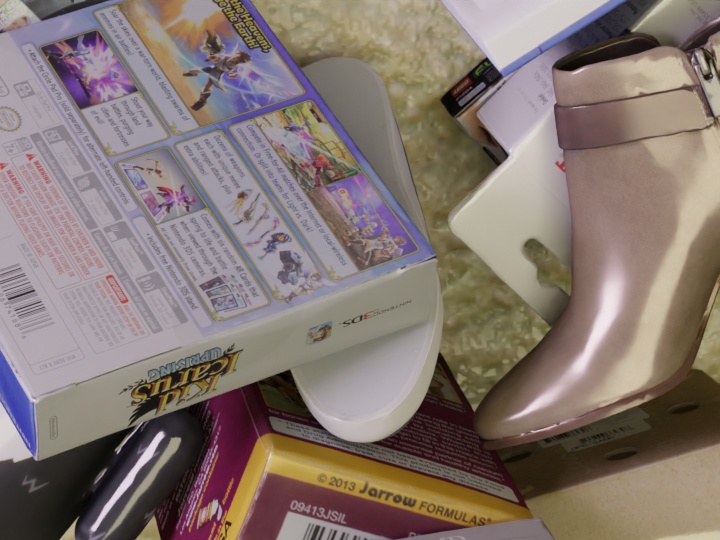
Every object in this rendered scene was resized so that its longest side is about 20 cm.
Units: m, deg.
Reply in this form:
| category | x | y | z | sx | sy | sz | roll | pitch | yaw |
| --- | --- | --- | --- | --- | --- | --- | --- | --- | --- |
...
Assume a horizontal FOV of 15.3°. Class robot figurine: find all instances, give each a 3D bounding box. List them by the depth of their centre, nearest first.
| category | x | y | z | sx | sy | sz | roll | pitch | yaw |
| --- | --- | --- | --- | --- | --- | --- | --- | --- | --- |
| robot figurine | -0.155 | 0.049 | 1.205 | 0.150 | 0.125 | 0.200 | 38 | 98 | -19 |

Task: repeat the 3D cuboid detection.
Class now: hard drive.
| category | x | y | z | sx | sy | sz | roll | pitch | yaw |
| --- | --- | --- | --- | --- | --- | --- | --- | --- | --- |
| hard drive | 0.129 | -0.163 | 1.179 | 0.200 | 0.132 | 0.025 | -32 | 112 | 2 |

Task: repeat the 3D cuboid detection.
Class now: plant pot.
| category | x | y | z | sx | sy | sz | roll | pitch | yaw |
| --- | --- | --- | --- | --- | --- | --- | --- | --- | --- |
| plant pot | 0.134 | 0.158 | 1.276 | 0.200 | 0.200 | 0.177 | -16 | 103 | -5 |

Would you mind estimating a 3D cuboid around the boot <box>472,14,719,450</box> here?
| category | x | y | z | sx | sy | sz | roll | pitch | yaw |
| --- | --- | --- | --- | --- | --- | --- | --- | --- | --- |
| boot | 0.116 | -0.025 | 1.159 | 0.200 | 0.070 | 0.146 | -25 | 108 | -2 |

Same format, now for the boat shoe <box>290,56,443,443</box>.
| category | x | y | z | sx | sy | sz | roll | pitch | yaw |
| --- | --- | --- | --- | --- | --- | --- | --- | --- | --- |
| boat shoe | 0.000 | 0.000 | 1.188 | 0.071 | 0.200 | 0.070 | -14 | 142 | 5 |

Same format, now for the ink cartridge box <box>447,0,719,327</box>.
| category | x | y | z | sx | sy | sz | roll | pitch | yaw |
| --- | --- | --- | --- | --- | --- | --- | --- | --- | --- |
| ink cartridge box | 0.137 | -0.067 | 1.213 | 0.200 | 0.067 | 0.116 | -44 | 113 | 7 |

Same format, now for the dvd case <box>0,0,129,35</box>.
| category | x | y | z | sx | sy | sz | roll | pitch | yaw |
| --- | --- | --- | --- | --- | --- | --- | --- | --- | --- |
| dvd case | -0.156 | -0.138 | 1.161 | 0.200 | 0.022 | 0.146 | -40 | 137 | 5 |

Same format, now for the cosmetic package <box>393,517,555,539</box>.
| category | x | y | z | sx | sy | sz | roll | pitch | yaw |
| --- | --- | --- | --- | --- | --- | --- | --- | --- | --- |
| cosmetic package | 0.051 | 0.178 | 1.040 | 0.107 | 0.200 | 0.090 | -9 | 114 | -12 |

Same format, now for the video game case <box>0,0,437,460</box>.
| category | x | y | z | sx | sy | sz | roll | pitch | yaw |
| --- | --- | --- | --- | --- | --- | --- | --- | --- | --- |
| video game case | -0.094 | -0.030 | 1.130 | 0.181 | 0.200 | 0.045 | -20 | 142 | -20 |

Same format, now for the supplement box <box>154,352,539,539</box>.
| category | x | y | z | sx | sy | sz | roll | pitch | yaw |
| --- | --- | --- | --- | --- | --- | --- | --- | --- | --- |
| supplement box | -0.017 | 0.100 | 1.211 | 0.131 | 0.200 | 0.103 | 17 | 107 | -16 |

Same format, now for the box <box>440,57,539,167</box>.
| category | x | y | z | sx | sy | sz | roll | pitch | yaw |
| --- | --- | --- | --- | --- | --- | --- | --- | --- | --- |
| box | 0.148 | -0.104 | 1.257 | 0.200 | 0.035 | 0.110 | -41 | 112 | 5 |
